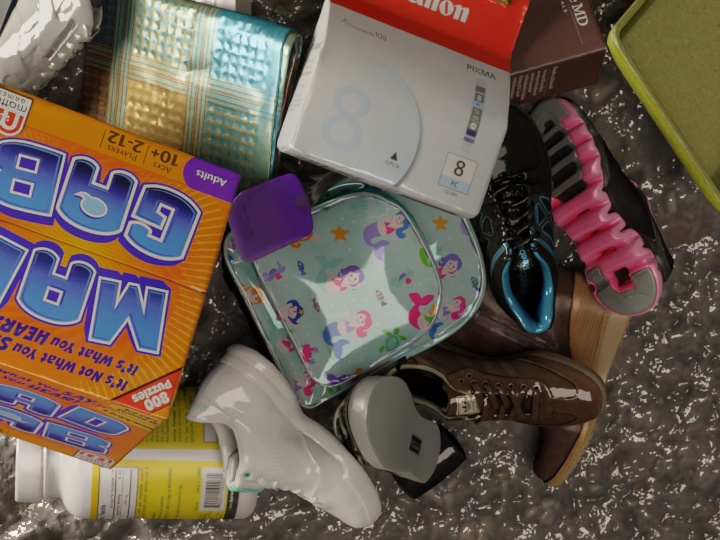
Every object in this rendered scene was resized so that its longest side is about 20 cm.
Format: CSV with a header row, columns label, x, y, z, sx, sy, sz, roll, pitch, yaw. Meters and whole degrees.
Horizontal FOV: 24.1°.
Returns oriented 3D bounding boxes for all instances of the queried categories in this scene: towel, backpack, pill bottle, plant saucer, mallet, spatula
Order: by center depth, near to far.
label,x,y,z,sx,sy,sz,roll,pitch,yaw
spatula,-0.017,-0.073,1.307,0.200,0.021,0.057,-32,119,-29
towel,-0.138,-0.140,1.323,0.200,0.022,0.147,20,108,29
backpack,0.000,0.000,1.390,0.200,0.151,0.178,-26,96,-9
plant saucer,0.293,-0.174,1.404,0.200,0.048,0.200,-49,113,-29
pill bottle,-0.189,0.153,1.422,0.200,0.112,0.113,2,107,-10
mallet,0.003,0.123,1.491,0.200,0.041,0.066,41,99,-14

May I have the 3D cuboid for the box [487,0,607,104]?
label,x,y,z,sx,sy,sz,roll,pitch,yaw
box,0.088,-0.181,1.367,0.200,0.075,0.100,-16,73,-6

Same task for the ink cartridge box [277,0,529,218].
label,x,y,z,sx,sy,sz,roll,pitch,yaw
ink cartridge box,0.043,-0.158,1.277,0.160,0.047,0.200,19,90,-17

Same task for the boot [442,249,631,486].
label,x,y,z,sx,sy,sz,roll,pitch,yaw
boot,0.136,0.083,1.496,0.166,0.072,0.200,16,108,-1

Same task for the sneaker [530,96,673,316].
label,x,y,z,sx,sy,sz,roll,pitch,yaw
sneaker,0.210,-0.062,1.454,0.079,0.095,0.200,-24,94,39

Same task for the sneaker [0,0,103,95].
label,x,y,z,sx,sy,sz,roll,pitch,yaw
sneaker,-0.250,-0.185,1.321,0.080,0.076,0.200,21,103,-10

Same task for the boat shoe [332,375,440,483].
label,x,y,z,sx,sy,sz,roll,pitch,yaw
boat shoe,0.011,0.132,1.384,0.064,0.200,0.071,10,73,19

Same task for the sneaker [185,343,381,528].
label,x,y,z,sx,sy,sz,roll,pitch,yaw
sneaker,-0.067,0.155,1.367,0.089,0.075,0.200,-50,115,-20

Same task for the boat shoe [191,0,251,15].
label,x,y,z,sx,sy,sz,roll,pitch,yaw
boat shoe,-0.129,-0.149,1.365,0.068,0.072,0.200,7,114,10

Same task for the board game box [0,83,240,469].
label,x,y,z,sx,sy,sz,roll,pitch,yaw
board game box,-0.234,0.011,1.281,0.199,0.200,0.200,20,68,-13

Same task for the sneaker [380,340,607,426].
label,x,y,z,sx,sy,sz,roll,pitch,yaw
sneaker,0.107,0.108,1.436,0.200,0.076,0.071,8,121,21

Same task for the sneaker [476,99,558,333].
label,x,y,z,sx,sy,sz,roll,pitch,yaw
sneaker,0.130,-0.043,1.371,0.073,0.082,0.200,-15,115,2
